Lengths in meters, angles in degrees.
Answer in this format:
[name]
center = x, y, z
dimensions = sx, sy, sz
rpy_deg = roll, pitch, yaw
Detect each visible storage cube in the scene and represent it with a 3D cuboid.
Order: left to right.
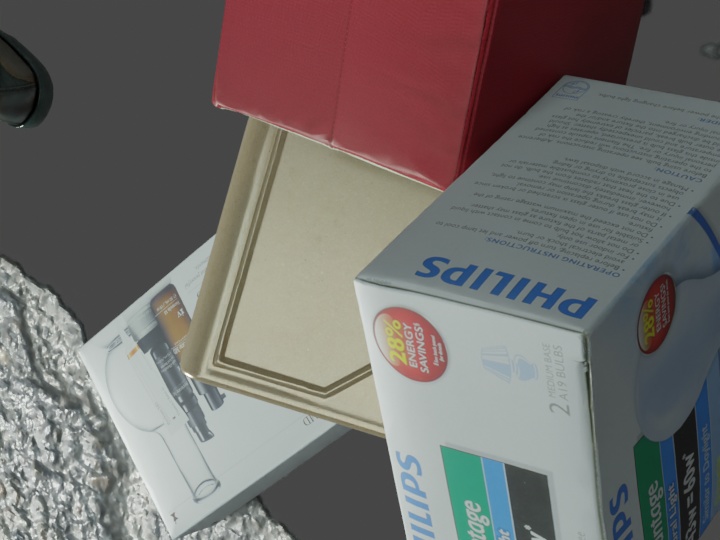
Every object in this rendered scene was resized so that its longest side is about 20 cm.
[storage cube]
center = 0.044, -0.160, 0.903
dimensions = 0.171, 0.200, 0.180
rpy_deg = 22, 113, 30

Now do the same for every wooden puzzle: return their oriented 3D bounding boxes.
[wooden puzzle]
center = 0.000, 0.000, 1.010
dimensions = 0.199, 0.037, 0.186
rpy_deg = 15, 88, 21

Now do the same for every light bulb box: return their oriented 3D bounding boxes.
[light bulb box]
center = 0.115, 0.041, 0.830
dimensions = 0.124, 0.200, 0.199
rpy_deg = 14, 131, 33

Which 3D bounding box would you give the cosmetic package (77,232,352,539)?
[cosmetic package]
center = -0.082, 0.065, 1.100
dimensions = 0.200, 0.052, 0.151
rpy_deg = -38, 76, 31

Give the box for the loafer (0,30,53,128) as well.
[loafer]
center = -0.310, -0.170, 1.225
dimensions = 0.200, 0.063, 0.072
rpy_deg = 34, 113, 27
